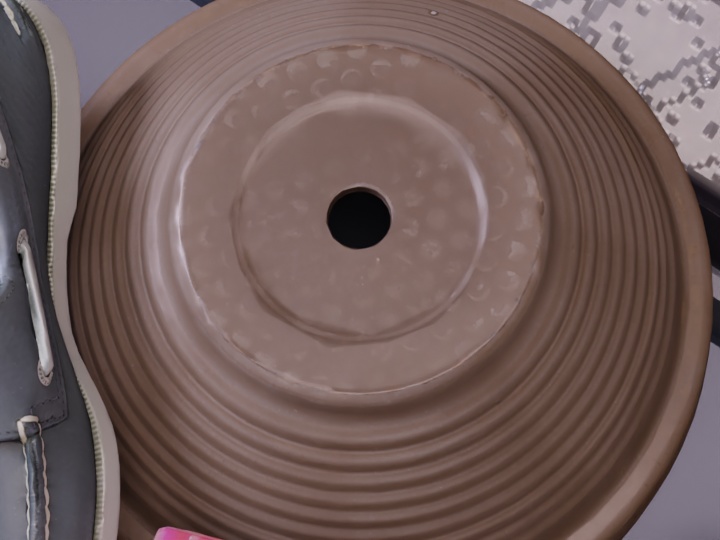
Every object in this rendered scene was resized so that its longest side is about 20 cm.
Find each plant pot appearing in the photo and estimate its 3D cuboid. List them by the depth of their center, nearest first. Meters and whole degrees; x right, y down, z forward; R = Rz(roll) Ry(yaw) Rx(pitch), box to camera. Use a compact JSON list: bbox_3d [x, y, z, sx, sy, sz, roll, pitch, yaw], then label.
[{"bbox_3d":[0.000,0.000,0.804,0.200,0.093,0.202,-1,74,2],"label":"plant pot"}]

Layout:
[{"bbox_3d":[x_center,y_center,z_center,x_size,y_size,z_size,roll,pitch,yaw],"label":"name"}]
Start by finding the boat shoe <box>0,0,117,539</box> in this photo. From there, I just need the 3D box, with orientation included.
[{"bbox_3d":[-0.110,0.019,0.763,0.072,0.062,0.201,-9,77,29],"label":"boat shoe"}]

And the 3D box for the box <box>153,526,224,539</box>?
[{"bbox_3d":[-0.035,0.177,0.722,0.100,0.095,0.201,35,74,-35],"label":"box"}]
